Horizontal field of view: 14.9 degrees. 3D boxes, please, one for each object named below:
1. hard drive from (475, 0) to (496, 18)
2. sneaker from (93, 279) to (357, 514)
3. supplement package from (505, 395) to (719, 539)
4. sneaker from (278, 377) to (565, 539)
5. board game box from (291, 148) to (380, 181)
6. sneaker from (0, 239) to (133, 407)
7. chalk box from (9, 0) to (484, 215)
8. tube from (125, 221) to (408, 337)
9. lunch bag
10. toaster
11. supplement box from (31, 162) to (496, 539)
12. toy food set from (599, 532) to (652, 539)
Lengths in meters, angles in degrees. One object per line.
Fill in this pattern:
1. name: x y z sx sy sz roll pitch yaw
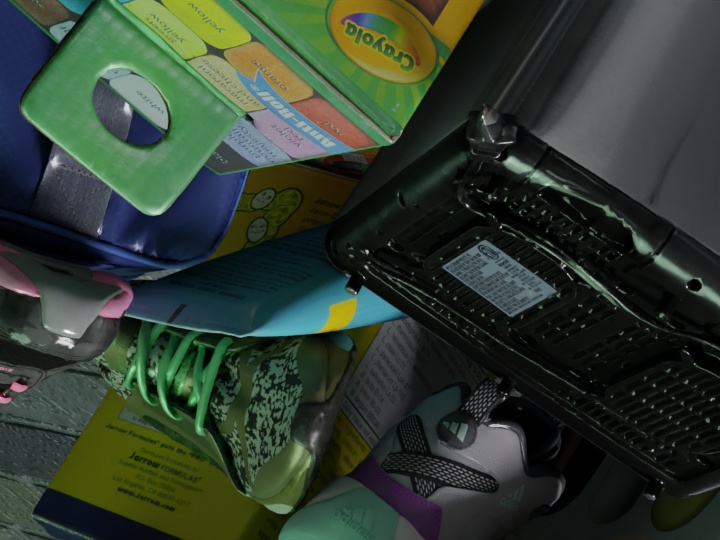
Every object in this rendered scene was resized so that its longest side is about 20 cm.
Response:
1. hard drive: 0.102 -0.076 1.055 0.139 0.033 0.200 39 157 -20
2. sneaker: -0.070 0.042 1.086 0.088 0.077 0.200 16 -178 -25
3. supplement package: 0.156 0.123 1.195 0.147 0.200 0.191 43 155 -28
4. sneaker: 0.040 0.103 1.109 0.078 0.140 0.200 41 163 14
5. board game box: -0.006 -0.049 1.259 0.200 0.034 0.135 22 158 21
6. sneaker: -0.150 0.036 1.024 0.079 0.096 0.200 21 168 -26
7. chalk box: -0.034 -0.115 0.918 0.125 0.200 0.124 40 157 -23
8. tube: 0.000 0.000 1.071 0.077 0.200 0.051 3 102 45
9. lunch bag: -0.095 -0.098 1.053 0.136 0.201 0.132 17 174 -17
10. toaster: 0.104 -0.020 0.967 0.181 0.119 0.200 33 159 -8
11. supplement box: -0.034 0.066 1.224 0.109 0.200 0.109 16 155 35
12. toy food set: 0.033 0.187 1.055 0.060 0.143 0.200 53 138 29
